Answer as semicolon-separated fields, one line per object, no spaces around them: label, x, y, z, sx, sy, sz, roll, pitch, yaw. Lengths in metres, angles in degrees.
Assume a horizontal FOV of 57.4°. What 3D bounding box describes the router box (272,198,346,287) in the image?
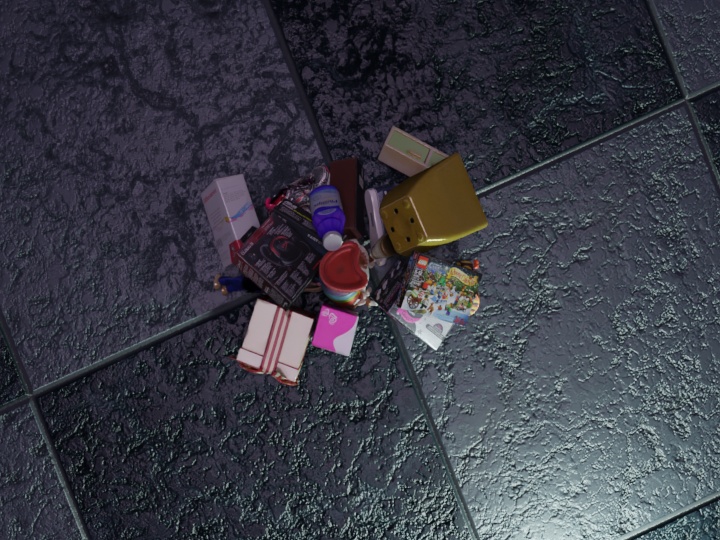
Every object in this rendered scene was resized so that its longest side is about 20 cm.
router box;-0.143;-0.068;1.686;0.196;0.062;0.152;30;133;12

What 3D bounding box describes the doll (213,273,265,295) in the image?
doll;-0.278;0.038;1.715;0.193;0.137;0.050;0;67;21

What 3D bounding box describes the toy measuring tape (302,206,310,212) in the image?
toy measuring tape;-0.110;-0.100;1.744;0.073;0.074;0.203;-33;91;-1

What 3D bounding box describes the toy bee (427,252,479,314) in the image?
toy bee;0.271;0.026;1.711;0.106;0.200;0.134;-24;48;22

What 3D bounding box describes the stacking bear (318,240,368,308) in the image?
stacking bear;-0.043;0.030;1.631;0.110;0.201;0.125;-15;70;-4

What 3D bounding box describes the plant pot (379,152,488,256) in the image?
plant pot;0.160;-0.142;1.621;0.198;0.193;0.199;-29;95;-43

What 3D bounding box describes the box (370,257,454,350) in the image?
box;0.146;0.088;1.690;0.199;0.114;0.134;38;89;-29

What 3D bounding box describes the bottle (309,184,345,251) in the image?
bottle;-0.078;-0.128;1.597;0.081;0.203;0.067;-12;131;1

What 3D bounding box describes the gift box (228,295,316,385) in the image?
gift box;-0.221;0.180;1.683;0.179;0.200;0.192;19;91;4

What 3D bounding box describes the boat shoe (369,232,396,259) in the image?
boat shoe;0.099;-0.084;1.718;0.200;0.062;0.075;-38;101;-44

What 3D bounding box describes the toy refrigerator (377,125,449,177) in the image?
toy refrigerator;0.152;-0.294;1.736;0.196;0.070;0.077;29;56;-1

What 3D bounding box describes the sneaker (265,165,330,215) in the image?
sneaker;-0.161;-0.205;1.726;0.199;0.075;0.081;-40;57;-2

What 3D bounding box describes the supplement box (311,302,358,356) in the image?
supplement box;-0.063;0.147;1.681;0.098;0.200;0.107;16;90;-2

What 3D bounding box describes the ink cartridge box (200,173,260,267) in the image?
ink cartridge box;-0.327;-0.126;1.694;0.084;0.146;0.206;-17;90;-31

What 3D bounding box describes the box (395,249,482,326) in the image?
box;0.193;0.046;1.608;0.195;0.038;0.141;16;97;-26

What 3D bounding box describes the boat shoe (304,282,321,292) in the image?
boat shoe;-0.189;0.015;1.745;0.193;0.065;0.074;8;90;-2

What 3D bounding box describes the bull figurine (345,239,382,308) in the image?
bull figurine;0.000;0.000;1.737;0.064;0.119;0.208;-6;101;-43

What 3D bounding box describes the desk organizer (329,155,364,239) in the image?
desk organizer;-0.036;-0.186;1.718;0.074;0.072;0.207;-6;69;17

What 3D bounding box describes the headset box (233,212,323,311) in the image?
headset box;-0.204;-0.029;1.599;0.199;0.075;0.150;40;63;-1

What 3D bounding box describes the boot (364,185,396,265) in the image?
boot;0.071;-0.121;1.751;0.088;0.072;0.207;-12;102;-21
